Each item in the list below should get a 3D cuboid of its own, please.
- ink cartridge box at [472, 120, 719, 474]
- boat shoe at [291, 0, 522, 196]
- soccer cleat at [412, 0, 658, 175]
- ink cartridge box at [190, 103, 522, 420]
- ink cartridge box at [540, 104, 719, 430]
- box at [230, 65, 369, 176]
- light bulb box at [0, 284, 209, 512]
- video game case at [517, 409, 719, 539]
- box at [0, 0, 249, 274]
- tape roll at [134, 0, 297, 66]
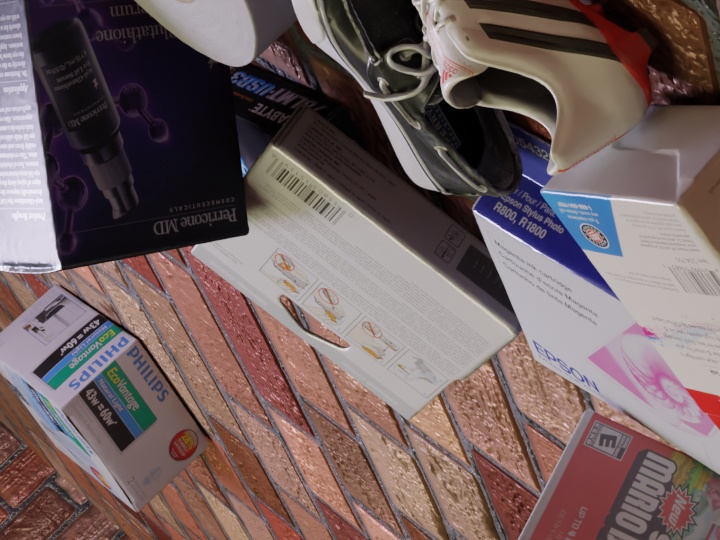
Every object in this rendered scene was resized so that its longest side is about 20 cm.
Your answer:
[{"bbox_3d":[0.151,0.022,1.243,0.196,0.043,0.201,33,160,42],"label":"ink cartridge box"},{"bbox_3d":[0.030,-0.114,1.170,0.068,0.074,0.200,17,144,46],"label":"boat shoe"},{"bbox_3d":[0.054,-0.127,1.053,0.200,0.085,0.069,41,164,18],"label":"soccer cleat"},{"bbox_3d":[0.000,0.000,1.436,0.199,0.044,0.174,38,149,-5],"label":"ink cartridge box"},{"bbox_3d":[0.191,0.015,1.056,0.200,0.067,0.116,51,161,-24],"label":"ink cartridge box"},{"bbox_3d":[-0.043,-0.056,1.542,0.198,0.050,0.201,26,154,48],"label":"box"},{"bbox_3d":[-0.315,0.151,2.595,0.200,0.125,0.199,29,156,49],"label":"light bulb box"},{"bbox_3d":[0.189,0.184,1.264,0.199,0.144,0.017,24,163,19],"label":"video game case"},{"bbox_3d":[-0.166,-0.108,1.379,0.104,0.147,0.202,1,102,53],"label":"box"},{"bbox_3d":[-0.106,-0.212,1.216,0.200,0.066,0.201,42,164,14],"label":"tape roll"}]
